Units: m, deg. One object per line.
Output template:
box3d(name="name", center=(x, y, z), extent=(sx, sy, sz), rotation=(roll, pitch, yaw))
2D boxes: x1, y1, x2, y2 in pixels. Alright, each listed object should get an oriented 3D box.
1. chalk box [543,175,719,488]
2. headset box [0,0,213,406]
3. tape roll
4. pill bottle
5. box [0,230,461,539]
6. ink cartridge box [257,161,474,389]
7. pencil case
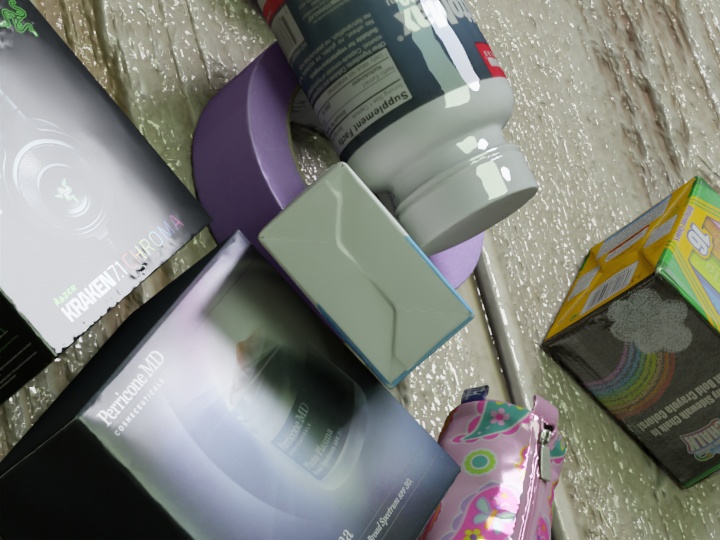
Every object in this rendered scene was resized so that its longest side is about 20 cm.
box3d(name="chalk box", center=(0.253, 0.059, 1.689), extent=(0.200, 0.124, 0.124), rotation=(45, 41, -12))
box3d(name="headset box", center=(-0.212, -0.047, 1.337), extent=(0.200, 0.093, 0.174), rotation=(50, 40, -3))
box3d(name="tape roll", center=(-0.013, -0.056, 1.559), extent=(0.199, 0.066, 0.201), rotation=(25, 47, -30))
box3d(name="pill bottle", center=(0.029, -0.118, 1.500), extent=(0.119, 0.119, 0.201), rotation=(-18, 77, -48))
box3d(name="box", center=(-0.077, 0.121, 1.328), extent=(0.198, 0.123, 0.200), rotation=(46, 40, -7))
box3d(name="ink cartridge box", center=(0.000, 0.000, 1.394), extent=(0.115, 0.068, 0.200), rotation=(49, 0, -2))
box3d(name="pencil case", center=(0.079, 0.171, 1.473), extent=(0.087, 0.087, 0.201), rotation=(35, 45, -21))
